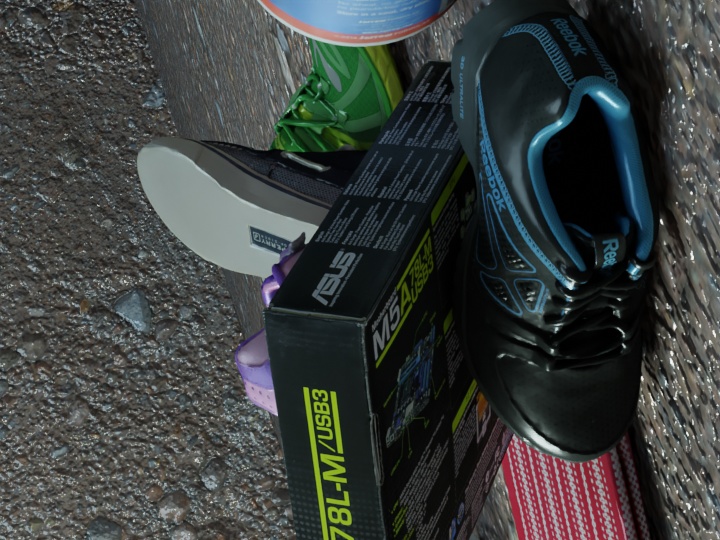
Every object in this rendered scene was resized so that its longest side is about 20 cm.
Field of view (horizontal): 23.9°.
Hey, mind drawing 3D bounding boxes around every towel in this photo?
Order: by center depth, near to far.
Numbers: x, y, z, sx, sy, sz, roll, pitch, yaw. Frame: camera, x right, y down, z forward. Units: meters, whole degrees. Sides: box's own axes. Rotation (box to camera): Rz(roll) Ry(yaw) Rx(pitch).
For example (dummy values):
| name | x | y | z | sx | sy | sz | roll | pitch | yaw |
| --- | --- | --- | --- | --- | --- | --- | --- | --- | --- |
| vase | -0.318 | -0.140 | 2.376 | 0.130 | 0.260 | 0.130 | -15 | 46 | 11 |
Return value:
| name | x | y | z | sx | sy | sz | roll | pitch | yaw |
| --- | --- | --- | --- | --- | --- | --- | --- | --- | --- |
| towel | 0.102 | 0.098 | 0.843 | 0.200 | 0.022 | 0.145 | -171 | 67 | -79 |

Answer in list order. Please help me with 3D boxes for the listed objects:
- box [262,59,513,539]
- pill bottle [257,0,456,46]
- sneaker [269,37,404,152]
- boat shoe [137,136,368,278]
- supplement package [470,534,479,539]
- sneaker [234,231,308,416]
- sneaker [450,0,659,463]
| name | x | y | z | sx | sy | sz | roll | pitch | yaw |
| --- | --- | --- | --- | --- | --- | --- | --- | --- | --- |
| box | 0.023 | 0.041 | 0.726 | 0.200 | 0.047 | 0.194 | -60 | -32 | -49 |
| pill bottle | 0.003 | -0.175 | 0.658 | 0.200 | 0.112 | 0.113 | 101 | 152 | -72 |
| sneaker | -0.015 | -0.087 | 1.042 | 0.074 | 0.083 | 0.200 | -115 | 13 | -49 |
| boat shoe | -0.037 | -0.043 | 1.010 | 0.200 | 0.093 | 0.075 | 27 | 135 | 35 |
| supplement package | 0.065 | 0.304 | 1.174 | 0.114 | 0.109 | 0.201 | -144 | 39 | -76 |
| sneaker | 0.000 | 0.000 | 0.838 | 0.081 | 0.088 | 0.200 | 73 | -146 | -45 |
| sneaker | 0.076 | -0.001 | 0.648 | 0.082 | 0.073 | 0.200 | -123 | 18 | -59 |
